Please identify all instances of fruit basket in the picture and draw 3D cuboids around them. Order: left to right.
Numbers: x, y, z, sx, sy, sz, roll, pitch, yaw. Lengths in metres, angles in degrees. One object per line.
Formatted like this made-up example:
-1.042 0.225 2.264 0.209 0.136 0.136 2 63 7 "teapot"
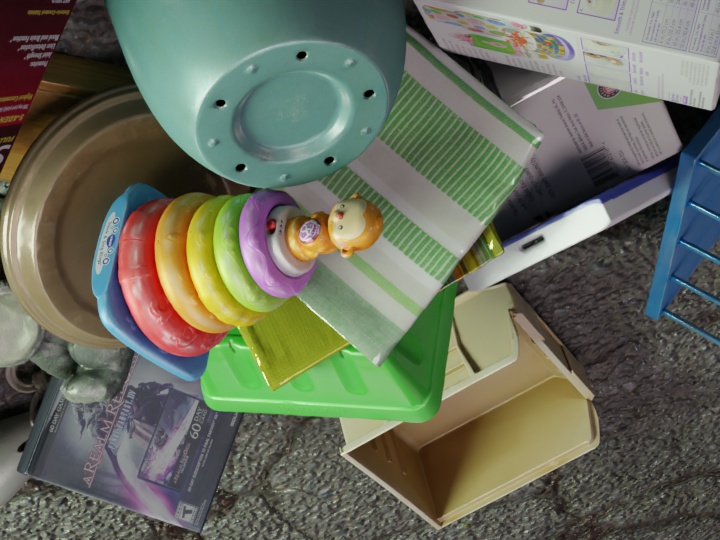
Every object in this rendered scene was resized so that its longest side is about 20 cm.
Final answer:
-0.019 0.045 1.234 0.213 0.157 0.216 8 159 3 "fruit basket"

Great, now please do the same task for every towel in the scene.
0.000 0.000 1.111 0.199 0.087 0.018 -31 165 8 "towel"
0.016 -0.059 1.092 0.201 0.152 0.023 -52 168 2 "towel"

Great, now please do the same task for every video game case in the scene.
-0.186 0.131 1.323 0.019 0.144 0.199 11 168 45 "video game case"

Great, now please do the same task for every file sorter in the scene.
0.330 -0.043 1.263 0.139 0.122 0.201 -48 154 -31 "file sorter"

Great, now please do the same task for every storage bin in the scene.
0.101 0.127 1.449 0.197 0.094 0.200 -29 140 15 "storage bin"

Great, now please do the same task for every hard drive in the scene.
0.177 -0.040 1.224 0.131 0.026 0.199 -28 178 33 "hard drive"

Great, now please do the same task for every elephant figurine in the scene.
-0.266 0.023 1.147 0.198 0.141 0.157 18 86 -28 "elephant figurine"

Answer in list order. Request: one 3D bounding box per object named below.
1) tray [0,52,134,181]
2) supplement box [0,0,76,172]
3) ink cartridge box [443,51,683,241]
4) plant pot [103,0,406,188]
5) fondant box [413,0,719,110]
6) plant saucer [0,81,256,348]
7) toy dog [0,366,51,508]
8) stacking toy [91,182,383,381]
-0.235 -0.106 1.078 0.198 0.037 0.099 9 134 -29 "tray"
-0.251 -0.119 0.952 0.201 0.061 0.109 -61 164 20 "supplement box"
0.124 -0.112 1.173 0.199 0.085 0.146 -27 141 10 "ink cartridge box"
-0.060 -0.152 0.989 0.198 0.162 0.202 -10 141 -8 "plant pot"
0.143 -0.165 1.013 0.198 0.059 0.144 13 177 12 "fondant box"
-0.155 -0.033 1.089 0.198 0.029 0.202 -17 122 -29 "plant saucer"
-0.285 0.163 1.336 0.200 0.097 0.131 -39 138 25 "toy dog"
-0.068 -0.011 1.005 0.198 0.117 0.110 -14 143 35 "stacking toy"
